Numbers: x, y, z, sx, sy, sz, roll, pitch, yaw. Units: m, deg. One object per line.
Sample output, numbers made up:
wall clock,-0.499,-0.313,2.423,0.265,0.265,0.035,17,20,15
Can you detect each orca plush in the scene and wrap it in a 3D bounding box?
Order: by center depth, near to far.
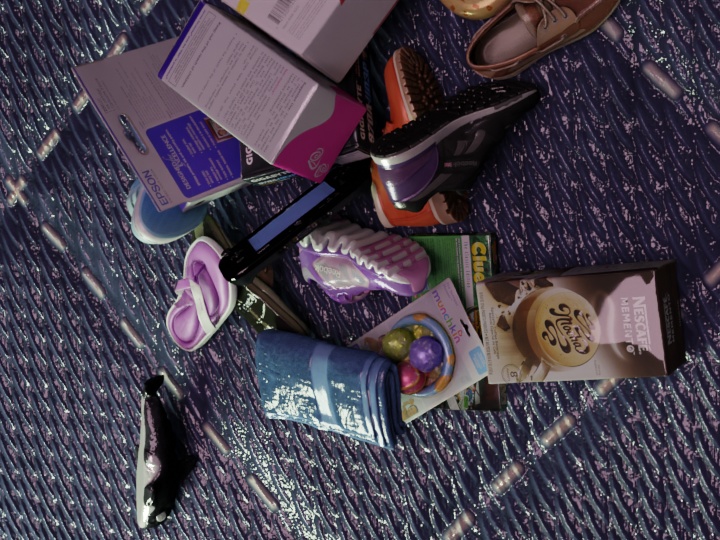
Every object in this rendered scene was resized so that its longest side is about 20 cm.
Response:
orca plush,-0.245,0.232,1.847,0.105,0.071,0.201,-166,75,-72

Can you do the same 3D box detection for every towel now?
towel,-0.039,0.133,1.665,0.200,0.048,0.112,12,120,41

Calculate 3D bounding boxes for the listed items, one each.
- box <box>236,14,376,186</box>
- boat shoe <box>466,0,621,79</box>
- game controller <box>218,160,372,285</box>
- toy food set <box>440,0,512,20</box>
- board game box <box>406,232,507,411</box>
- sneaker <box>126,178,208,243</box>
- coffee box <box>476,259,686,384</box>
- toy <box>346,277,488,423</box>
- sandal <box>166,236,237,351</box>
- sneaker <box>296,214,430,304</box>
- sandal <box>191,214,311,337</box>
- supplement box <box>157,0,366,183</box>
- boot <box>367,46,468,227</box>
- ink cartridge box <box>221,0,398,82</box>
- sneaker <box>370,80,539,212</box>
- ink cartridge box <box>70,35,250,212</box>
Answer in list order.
box,-0.065,-0.208,1.640,0.159,0.046,0.201,-12,74,30
boat shoe,0.192,-0.262,1.511,0.200,0.072,0.076,-38,80,28
game controller,-0.072,-0.054,1.612,0.200,0.104,0.042,-38,99,-2
toy food set,0.128,-0.384,1.538,0.200,0.049,0.198,-42,77,27
board game box,0.108,0.057,1.637,0.105,0.023,0.201,1,100,30
sneaker,-0.238,-0.071,1.718,0.080,0.200,0.130,44,126,-12
coffee box,0.233,0.055,1.537,0.200,0.080,0.113,-6,96,29
toy,0.048,0.106,1.640,0.200,0.047,0.115,-37,75,42
sandal,-0.197,0.041,1.741,0.082,0.050,0.203,41,141,14
sneaker,0.000,0.000,1.647,0.200,0.080,0.089,22,118,42
sandal,-0.129,0.014,1.740,0.201,0.057,0.080,49,145,-6
supplement box,-0.107,-0.194,1.575,0.200,0.101,0.104,37,100,32
boot,0.044,-0.143,1.613,0.107,0.075,0.201,-9,95,34
ink cartridge box,-0.064,-0.320,1.585,0.200,0.083,0.145,40,97,34
sneaker,0.107,-0.132,1.547,0.076,0.200,0.088,35,149,59
ink cartridge box,-0.211,-0.169,1.671,0.198,0.200,0.043,58,139,8
